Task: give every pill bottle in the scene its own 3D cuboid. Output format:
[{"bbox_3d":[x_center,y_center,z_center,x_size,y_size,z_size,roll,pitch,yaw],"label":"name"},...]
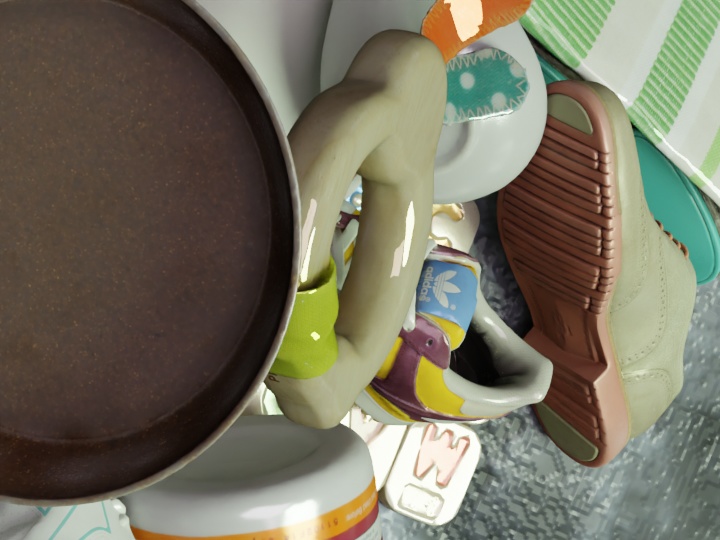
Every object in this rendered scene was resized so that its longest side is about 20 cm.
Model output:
[{"bbox_3d":[-0.040,0.172,1.074,0.113,0.113,0.201,-12,105,-19],"label":"pill bottle"}]

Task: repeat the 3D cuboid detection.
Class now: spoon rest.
[{"bbox_3d":[0.017,-0.117,1.046,0.099,0.061,0.201,-7,119,20],"label":"spoon rest"}]

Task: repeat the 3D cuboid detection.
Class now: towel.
[{"bbox_3d":[0.135,-0.125,1.123,0.200,0.023,0.153,40,53,-18],"label":"towel"}]

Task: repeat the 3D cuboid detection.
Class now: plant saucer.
[{"bbox_3d":[-0.112,-0.017,0.895,0.200,0.034,0.201,1,95,16],"label":"plant saucer"}]

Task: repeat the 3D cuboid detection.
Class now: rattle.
[{"bbox_3d":[-0.029,-0.045,0.985,0.130,0.142,0.201,47,55,-45],"label":"rattle"}]

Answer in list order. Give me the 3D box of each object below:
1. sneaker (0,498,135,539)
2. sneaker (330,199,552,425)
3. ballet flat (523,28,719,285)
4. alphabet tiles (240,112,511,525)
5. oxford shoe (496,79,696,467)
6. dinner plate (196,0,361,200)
[{"bbox_3d":[-0.130,0.101,1.020,0.080,0.070,0.201,15,52,-13],"label":"sneaker"},{"bbox_3d":[0.000,0.000,1.044,0.200,0.090,0.075,36,61,-39],"label":"sneaker"},{"bbox_3d":[0.109,-0.077,1.137,0.200,0.067,0.064,43,50,-22],"label":"ballet flat"},{"bbox_3d":[-0.027,0.039,1.121,0.200,0.015,0.196,23,87,-21],"label":"alphabet tiles"},{"bbox_3d":[0.110,-0.008,1.122,0.074,0.071,0.200,-30,135,-28],"label":"oxford shoe"},{"bbox_3d":[-0.051,-0.105,1.059,0.200,0.024,0.201,-15,113,-39],"label":"dinner plate"}]
